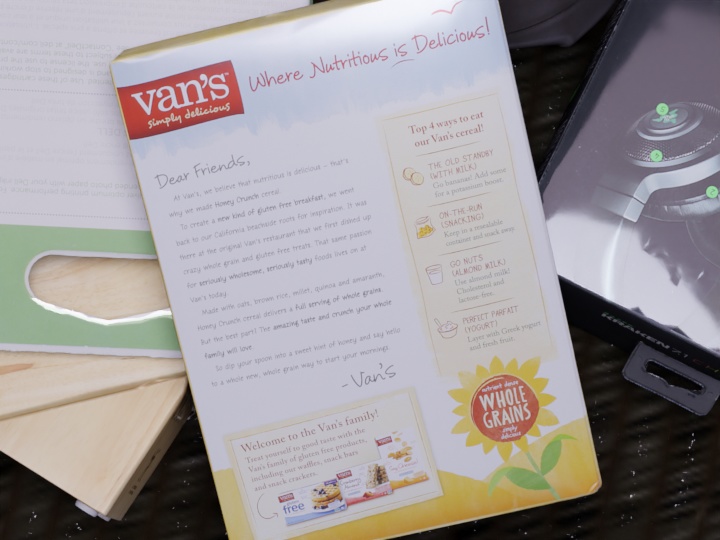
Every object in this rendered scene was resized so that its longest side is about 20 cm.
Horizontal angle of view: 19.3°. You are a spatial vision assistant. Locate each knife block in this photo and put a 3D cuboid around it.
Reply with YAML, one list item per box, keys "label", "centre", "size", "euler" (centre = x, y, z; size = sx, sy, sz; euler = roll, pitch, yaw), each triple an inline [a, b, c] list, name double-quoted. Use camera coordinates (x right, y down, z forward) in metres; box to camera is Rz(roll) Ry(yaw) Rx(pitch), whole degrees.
- label: "knife block"
  centre: [-0.094, 0.004, 0.858]
  size: [0.200, 0.064, 0.176]
  euler: [31, 81, 3]

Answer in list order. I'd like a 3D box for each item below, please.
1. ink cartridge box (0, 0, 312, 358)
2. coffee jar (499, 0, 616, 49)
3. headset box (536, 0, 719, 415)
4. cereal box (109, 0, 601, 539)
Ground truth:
- label: "ink cartridge box"
  centre: [-0.093, -0.070, 0.814]
  size: [0.145, 0.048, 0.200]
  euler: [3, 102, -5]
- label: "coffee jar"
  centre: [0.029, -0.179, 0.831]
  size: [0.085, 0.104, 0.200]
  euler: [-45, 122, -41]
- label: "headset box"
  centre: [0.167, -0.039, 0.855]
  size: [0.174, 0.093, 0.200]
  euler: [25, 82, 2]
- label: "cereal box"
  centre: [0.000, 0.000, 0.787]
  size: [0.144, 0.040, 0.200]
  euler: [-12, 101, 3]
